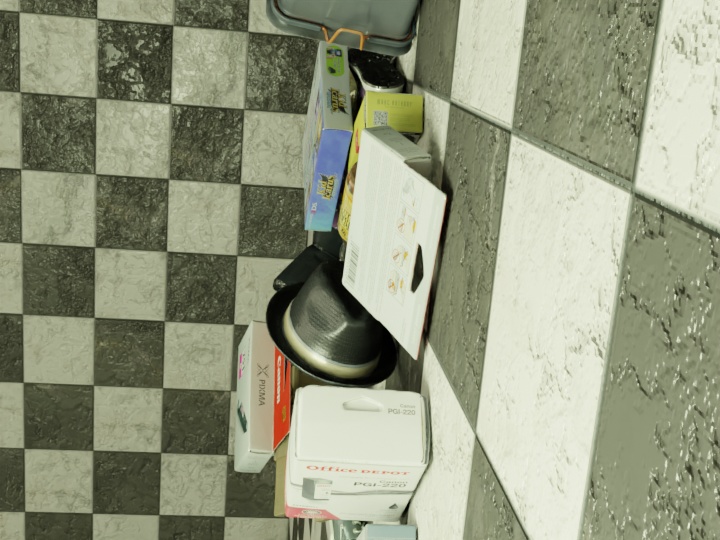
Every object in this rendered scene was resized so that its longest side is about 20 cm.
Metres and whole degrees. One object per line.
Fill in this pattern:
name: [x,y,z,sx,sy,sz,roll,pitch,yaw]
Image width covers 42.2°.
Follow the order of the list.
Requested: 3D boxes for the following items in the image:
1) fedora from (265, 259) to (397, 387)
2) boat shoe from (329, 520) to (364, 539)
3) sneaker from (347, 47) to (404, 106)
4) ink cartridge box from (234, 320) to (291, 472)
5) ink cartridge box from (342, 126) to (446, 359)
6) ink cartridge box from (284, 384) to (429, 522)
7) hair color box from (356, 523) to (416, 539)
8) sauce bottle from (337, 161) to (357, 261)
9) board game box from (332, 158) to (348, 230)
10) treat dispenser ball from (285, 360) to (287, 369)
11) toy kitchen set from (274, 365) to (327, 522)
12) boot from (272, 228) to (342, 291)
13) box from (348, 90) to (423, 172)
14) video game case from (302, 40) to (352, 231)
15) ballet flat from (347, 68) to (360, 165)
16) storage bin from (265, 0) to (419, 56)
fedora: [-0.026,0.053,1.184,0.202,0.197,0.093,-97,24,-56]
boat shoe: [-0.010,0.401,1.419,0.061,0.072,0.205,3,82,40]
sneaker: [0.018,-0.259,1.346,0.201,0.074,0.089,-98,7,-58]
ink cartridge box: [-0.140,0.165,1.334,0.174,0.043,0.204,123,150,-56]
ink cartridge box: [0.047,-0.034,1.040,0.173,0.043,0.204,43,134,46]
ink cartridge box: [-0.009,0.210,1.045,0.201,0.142,0.086,102,170,-56]
hair color box: [0.027,0.390,1.017,0.099,0.059,0.204,106,166,-63]
sauce bottle: [0.002,-0.071,1.281,0.201,0.064,0.067,102,169,-57]
board game box: [-0.008,-0.151,1.469,0.120,0.032,0.205,25,-118,-60]
treat dispenser ball: [-0.090,0.168,1.519,0.201,0.196,0.206,-177,90,-83]
toy kitchen set: [-0.005,0.231,1.281,0.179,0.161,0.204,-30,52,48]
boot: [-0.073,-0.027,1.539,0.168,0.076,0.202,-45,-30,-22]
box: [0.028,-0.173,1.205,0.200,0.074,0.051,134,139,-78]
video game case: [-0.050,-0.192,1.352,0.202,0.044,0.184,105,166,-50]
ballet flat: [0.016,-0.233,1.413,0.071,0.069,0.205,120,153,-75]
storage bin: [-0.007,-0.362,1.146,0.135,0.196,0.148,123,151,-57]
